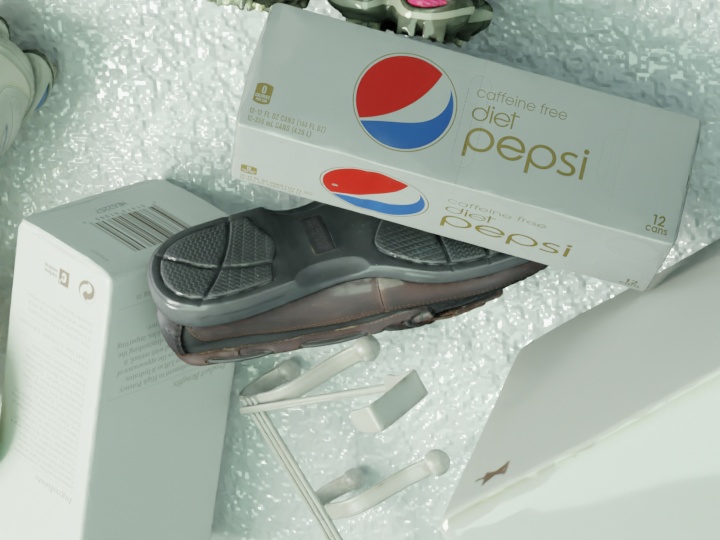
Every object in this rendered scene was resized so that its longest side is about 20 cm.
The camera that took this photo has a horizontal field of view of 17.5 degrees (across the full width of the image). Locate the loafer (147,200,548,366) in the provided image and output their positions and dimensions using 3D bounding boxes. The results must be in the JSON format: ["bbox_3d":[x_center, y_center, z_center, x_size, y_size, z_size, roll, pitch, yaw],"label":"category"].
[{"bbox_3d":[0.000,0.000,1.096,0.199,0.072,0.063,-10,140,-6],"label":"loafer"}]

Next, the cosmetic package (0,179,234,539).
[{"bbox_3d":[-0.121,0.065,1.159,0.074,0.101,0.201,30,121,33],"label":"cosmetic package"}]

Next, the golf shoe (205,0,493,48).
[{"bbox_3d":[-0.032,-0.158,1.065,0.199,0.077,0.089,10,97,11],"label":"golf shoe"}]

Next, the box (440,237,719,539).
[{"bbox_3d":[0.171,0.095,1.013,0.199,0.199,0.172,-31,100,22],"label":"box"}]

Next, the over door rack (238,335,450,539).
[{"bbox_3d":[0.026,0.108,1.107,0.148,0.066,0.200,59,162,-10],"label":"over door rack"}]

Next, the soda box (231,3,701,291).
[{"bbox_3d":[0.045,-0.055,1.040,0.199,0.064,0.068,15,161,0],"label":"soda box"}]

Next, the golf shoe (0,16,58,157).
[{"bbox_3d":[-0.231,-0.038,1.161,0.078,0.097,0.200,32,122,-8],"label":"golf shoe"}]
